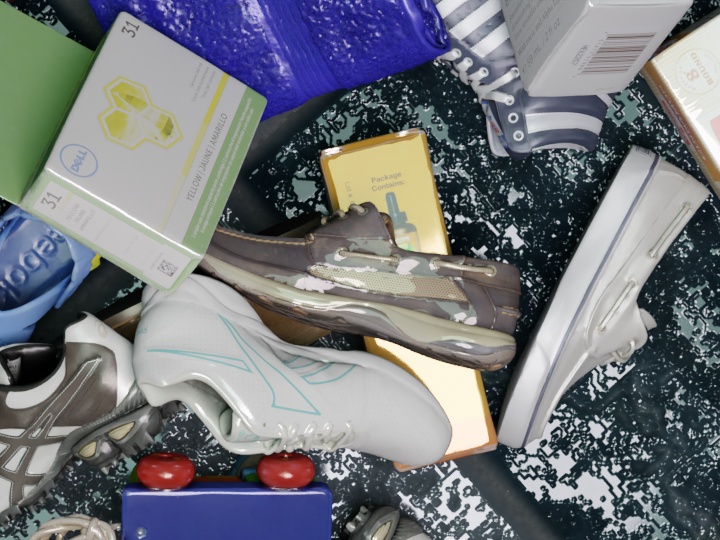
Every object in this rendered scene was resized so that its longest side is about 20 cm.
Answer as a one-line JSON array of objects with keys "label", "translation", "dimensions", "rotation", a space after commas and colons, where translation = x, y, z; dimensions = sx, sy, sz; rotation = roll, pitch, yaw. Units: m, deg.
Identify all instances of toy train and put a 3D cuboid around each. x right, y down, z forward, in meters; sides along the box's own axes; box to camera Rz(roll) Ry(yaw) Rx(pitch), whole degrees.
[{"label": "toy train", "translation": [-0.122, 0.139, 1.474], "dimensions": [0.200, 0.116, 0.085], "rotation": [0, 102, -8]}]

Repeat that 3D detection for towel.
[{"label": "towel", "translation": [-0.063, -0.161, 1.468], "dimensions": [0.200, 0.050, 0.148], "rotation": [-18, 105, 22]}]

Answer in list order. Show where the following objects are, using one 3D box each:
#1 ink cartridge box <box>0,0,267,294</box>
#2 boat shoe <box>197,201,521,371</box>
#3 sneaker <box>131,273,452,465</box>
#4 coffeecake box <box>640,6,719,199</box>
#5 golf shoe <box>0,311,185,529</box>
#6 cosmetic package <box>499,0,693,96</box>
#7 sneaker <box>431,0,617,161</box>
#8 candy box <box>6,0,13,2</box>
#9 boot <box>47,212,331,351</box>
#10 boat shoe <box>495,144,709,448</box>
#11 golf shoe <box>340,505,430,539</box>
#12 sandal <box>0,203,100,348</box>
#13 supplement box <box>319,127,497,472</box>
[{"label": "ink cartridge box", "translation": [-0.164, -0.091, 1.414], "dimensions": [0.200, 0.146, 0.048], "rotation": [31, 134, -12]}, {"label": "boat shoe", "translation": [0.000, 0.000, 1.449], "dimensions": [0.200, 0.074, 0.073], "rotation": [17, 82, 3]}, {"label": "sneaker", "translation": [-0.043, 0.078, 1.429], "dimensions": [0.200, 0.070, 0.080], "rotation": [24, 50, -13]}, {"label": "coffeecake box", "translation": [0.293, -0.116, 1.509], "dimensions": [0.200, 0.073, 0.154], "rotation": [-33, 93, 0]}, {"label": "golf shoe", "translation": [-0.198, 0.089, 1.474], "dimensions": [0.200, 0.078, 0.095], "rotation": [-32, 104, 27]}, {"label": "cosmetic package", "translation": [0.119, -0.212, 1.444], "dimensions": [0.074, 0.102, 0.200], "rotation": [-4, 64, -23]}, {"label": "sneaker", "translation": [0.064, -0.131, 1.504], "dimensions": [0.200, 0.070, 0.109], "rotation": [15, 90, -5]}, {"label": "candy box", "translation": [-0.238, -0.274, 1.498], "dimensions": [0.115, 0.055, 0.200], "rotation": [-41, 92, 0]}, {"label": "boot", "translation": [-0.103, 0.037, 1.509], "dimensions": [0.200, 0.074, 0.076], "rotation": [-22, 101, -3]}, {"label": "boat shoe", "translation": [0.148, 0.024, 1.515], "dimensions": [0.066, 0.072, 0.200], "rotation": [27, 83, 2]}, {"label": "golf shoe", "translation": [-0.019, 0.240, 1.505], "dimensions": [0.094, 0.078, 0.200], "rotation": [39, 91, -2]}, {"label": "sandal", "translation": [-0.220, 0.018, 1.494], "dimensions": [0.079, 0.087, 0.200], "rotation": [36, 93, -4]}, {"label": "supplement box", "translation": [0.028, 0.017, 1.511], "dimensions": [0.066, 0.069, 0.200], "rotation": [-13, 94, -1]}]
